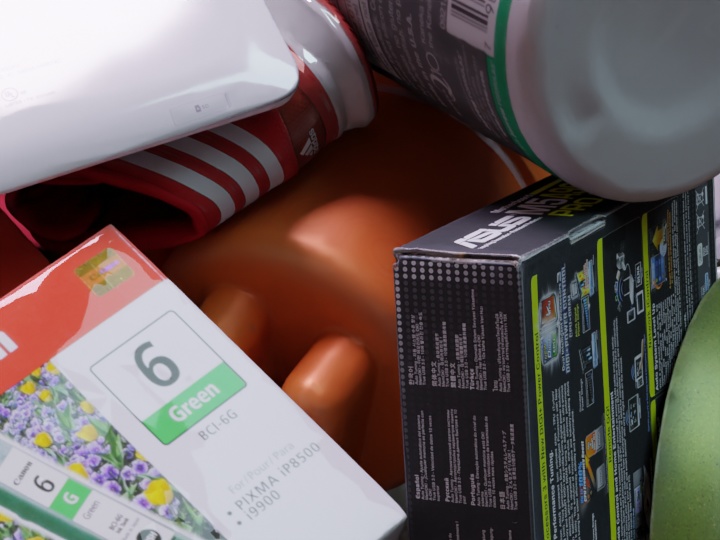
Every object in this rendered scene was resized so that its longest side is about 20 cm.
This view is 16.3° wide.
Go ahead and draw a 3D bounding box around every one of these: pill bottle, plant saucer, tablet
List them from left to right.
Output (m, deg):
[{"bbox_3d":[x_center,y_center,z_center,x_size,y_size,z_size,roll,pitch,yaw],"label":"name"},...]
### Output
[{"bbox_3d":[-0.133,-0.076,0.795,0.200,0.014,0.130,-19,60,-16],"label":"tablet"},{"bbox_3d":[0.047,-0.106,0.828,0.113,0.113,0.200,13,14,-35],"label":"pill bottle"},{"bbox_3d":[0.149,0.097,0.871,0.031,0.200,0.200,-1,15,27],"label":"plant saucer"}]

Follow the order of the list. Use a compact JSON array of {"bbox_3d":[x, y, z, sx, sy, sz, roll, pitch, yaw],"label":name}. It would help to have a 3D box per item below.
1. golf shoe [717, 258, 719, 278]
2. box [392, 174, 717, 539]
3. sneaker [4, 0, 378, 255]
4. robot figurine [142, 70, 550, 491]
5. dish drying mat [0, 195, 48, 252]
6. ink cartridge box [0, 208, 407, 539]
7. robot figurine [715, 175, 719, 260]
[{"bbox_3d":[0.144,0.044,1.022,0.200,0.097,0.078,45,28,15],"label":"golf shoe"},{"bbox_3d":[0.070,0.073,0.810,0.044,0.200,0.160,3,15,29],"label":"box"},{"bbox_3d":[-0.099,-0.080,0.856,0.116,0.078,0.200,-40,51,-20],"label":"sneaker"},{"bbox_3d":[0.002,0.001,0.887,0.117,0.144,0.200,60,39,-24],"label":"robot figurine"},{"bbox_3d":[-0.115,-0.040,0.954,0.077,0.018,0.200,44,30,16],"label":"dish drying mat"},{"bbox_3d":[-0.095,0.047,0.764,0.109,0.050,0.200,-36,72,-30],"label":"ink cartridge box"},{"bbox_3d":[0.173,-0.030,1.118,0.170,0.113,0.200,68,13,-62],"label":"robot figurine"}]
